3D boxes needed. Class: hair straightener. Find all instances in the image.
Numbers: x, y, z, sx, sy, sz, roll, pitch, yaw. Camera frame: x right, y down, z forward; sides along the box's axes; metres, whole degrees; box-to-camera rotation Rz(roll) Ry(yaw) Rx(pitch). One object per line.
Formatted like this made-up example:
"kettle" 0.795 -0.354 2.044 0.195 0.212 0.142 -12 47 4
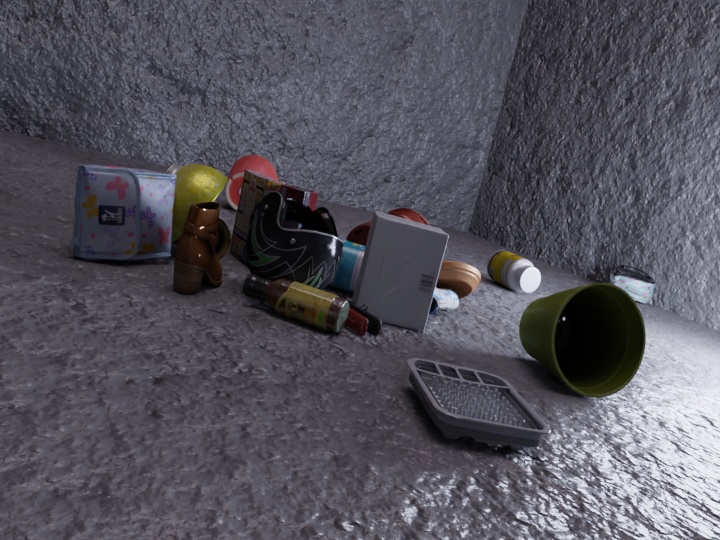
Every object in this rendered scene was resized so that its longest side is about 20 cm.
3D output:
"hair straightener" -0.024 0.081 1.255 0.075 0.042 0.198 7 9 -39

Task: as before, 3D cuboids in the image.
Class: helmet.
"helmet" -0.129 -0.039 1.266 0.196 0.201 0.194 7 48 -37

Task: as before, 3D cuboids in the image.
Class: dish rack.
"dish rack" 0.152 0.186 0.897 0.166 0.045 0.200 14 10 -12

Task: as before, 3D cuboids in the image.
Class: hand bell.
"hand bell" -0.342 -0.067 1.496 0.101 0.108 0.200 13 -3 -7

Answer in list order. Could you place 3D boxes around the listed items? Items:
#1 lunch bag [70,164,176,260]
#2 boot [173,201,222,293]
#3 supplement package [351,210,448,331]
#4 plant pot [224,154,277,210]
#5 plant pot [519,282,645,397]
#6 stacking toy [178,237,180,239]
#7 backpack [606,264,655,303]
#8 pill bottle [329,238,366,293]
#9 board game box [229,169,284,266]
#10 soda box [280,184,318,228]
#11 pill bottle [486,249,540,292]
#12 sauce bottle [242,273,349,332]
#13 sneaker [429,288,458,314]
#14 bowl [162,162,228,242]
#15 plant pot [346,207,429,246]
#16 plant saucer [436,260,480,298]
"lunch bag" -0.455 -0.110 1.242 0.124 0.176 0.198 10 7 28
"boot" -0.288 -0.051 1.212 0.071 0.160 0.200 13 10 -2
"supplement package" 0.079 -0.001 1.344 0.151 0.206 0.111 13 10 -6
"plant pot" -0.407 -0.304 2.362 0.194 0.206 0.178 14 20 -2
"plant pot" 0.407 0.123 1.255 0.194 0.207 0.193 12 -2 -14
"stacking toy" -0.448 -0.125 1.540 0.197 0.149 0.145 26 0 -38
"backpack" 1.203 0.061 2.887 0.195 0.130 0.166 20 23 22
"pill bottle" 0.000 0.000 1.490 0.194 0.114 0.111 17 10 12
"board game box" -0.248 -0.121 1.523 0.045 0.206 0.151 7 12 -32
"soda box" -0.154 -0.082 1.442 0.062 0.206 0.070 17 10 20
"pill bottle" 0.527 0.006 2.225 0.109 0.116 0.200 10 11 -23
"sauce bottle" -0.118 0.054 1.164 0.195 0.067 0.064 17 10 18
"sneaker" 0.175 0.073 1.529 0.070 0.075 0.198 -13 -20 31
"bowl" -0.390 -0.164 1.395 0.108 0.200 0.200 45 -1 -20
"plant pot" 0.066 -0.052 1.694 0.197 0.207 0.193 20 20 31
"plant saucer" 0.196 0.032 1.582 0.193 0.039 0.201 1 -22 0
